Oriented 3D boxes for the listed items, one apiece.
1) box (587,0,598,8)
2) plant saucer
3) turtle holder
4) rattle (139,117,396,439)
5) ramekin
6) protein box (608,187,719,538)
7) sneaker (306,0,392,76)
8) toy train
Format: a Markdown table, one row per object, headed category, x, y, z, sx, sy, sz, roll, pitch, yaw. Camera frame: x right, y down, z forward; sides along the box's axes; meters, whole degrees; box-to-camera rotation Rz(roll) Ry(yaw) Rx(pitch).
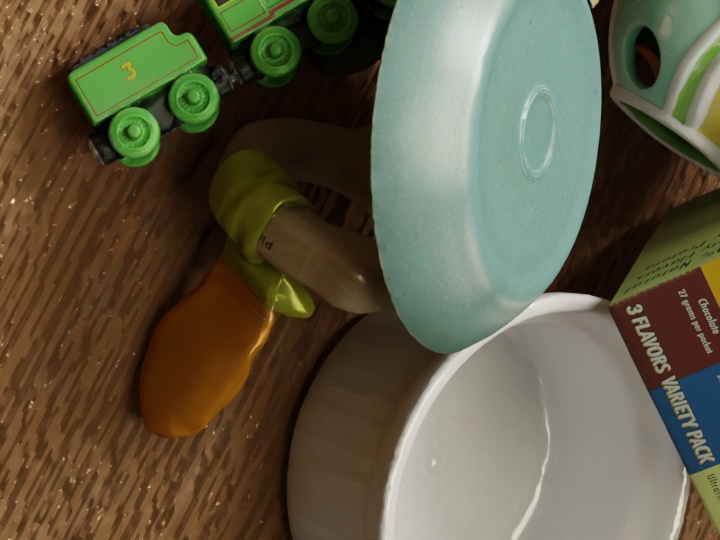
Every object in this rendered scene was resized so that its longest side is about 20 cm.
| category | x | y | z | sx | sy | sz | roll | pitch | yaw |
| --- | --- | --- | --- | --- | --- | --- | --- | --- | --- |
| box | 0.112 | -0.251 | 1.227 | 0.200 | 0.021 | 0.164 | -58 | 132 | -32 |
| plant saucer | 0.063 | -0.061 | 1.117 | 0.200 | 0.036 | 0.200 | -24 | 117 | -60 |
| turtle holder | 0.207 | -0.108 | 1.273 | 0.132 | 0.185 | 0.141 | -52 | 152 | -1 |
| rattle | 0.000 | 0.000 | 1.204 | 0.200 | 0.130 | 0.143 | -29 | 133 | -61 |
| ramekin | 0.059 | 0.101 | 1.255 | 0.200 | 0.098 | 0.201 | -10 | 107 | -37 |
| protein box | 0.249 | 0.013 | 1.242 | 0.135 | 0.198 | 0.200 | 63 | 19 | -6 |
| sneaker | 0.013 | -0.194 | 1.174 | 0.200 | 0.060 | 0.104 | -56 | 130 | -21 |
| toy train | -0.038 | -0.112 | 1.118 | 0.200 | 0.042 | 0.056 | -31 | 88 | -7 |
